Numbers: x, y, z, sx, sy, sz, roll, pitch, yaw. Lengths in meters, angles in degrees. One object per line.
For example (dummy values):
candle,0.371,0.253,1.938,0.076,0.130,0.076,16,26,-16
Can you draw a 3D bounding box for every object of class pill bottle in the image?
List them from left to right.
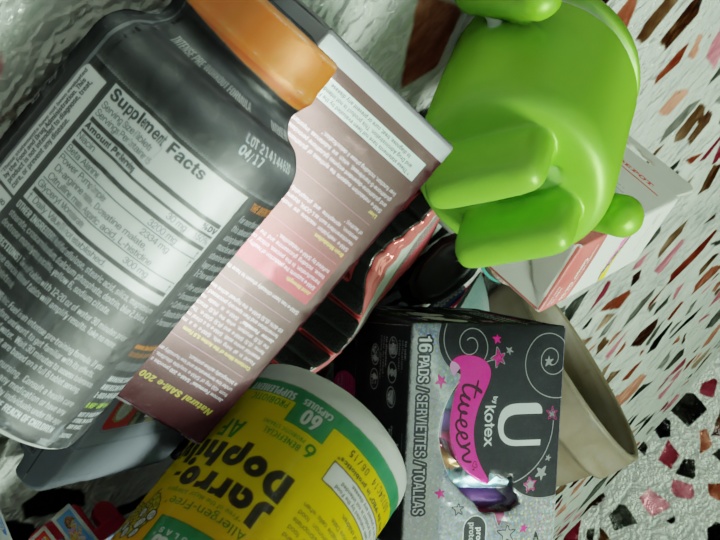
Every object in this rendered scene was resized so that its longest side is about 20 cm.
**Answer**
pill bottle,-0.098,-0.033,0.586,0.200,0.106,0.106,-49,160,5
pill bottle,-0.070,0.154,0.720,0.200,0.112,0.113,-51,165,-32

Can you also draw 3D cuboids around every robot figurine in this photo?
robot figurine,0.100,-0.090,0.823,0.115,0.176,0.201,-12,-147,30

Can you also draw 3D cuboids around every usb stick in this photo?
usb stick,0.053,0.002,0.990,0.055,0.033,0.200,-44,179,-2

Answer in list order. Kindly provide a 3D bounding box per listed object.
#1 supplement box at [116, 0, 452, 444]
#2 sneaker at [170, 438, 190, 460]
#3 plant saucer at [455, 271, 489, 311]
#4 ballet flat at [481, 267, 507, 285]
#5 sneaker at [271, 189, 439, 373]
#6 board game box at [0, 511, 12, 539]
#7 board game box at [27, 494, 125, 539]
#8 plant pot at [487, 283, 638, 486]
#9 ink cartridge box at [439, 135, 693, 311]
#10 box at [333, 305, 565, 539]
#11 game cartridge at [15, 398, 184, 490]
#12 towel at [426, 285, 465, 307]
supplement box,-0.061,-0.023,0.692,0.200,0.061,0.109,-49,132,4
sneaker,-0.073,0.118,0.905,0.076,0.077,0.200,-50,-174,2
plant saucer,0.054,0.096,1.086,0.202,0.038,0.201,-57,177,-4
ballet flat,0.147,-0.027,1.155,0.067,0.069,0.200,-16,178,19
sneaker,0.000,0.000,0.902,0.201,0.074,0.087,-49,162,5
board game box,-0.202,0.164,0.673,0.040,0.154,0.200,-28,158,-2
board game box,-0.188,0.182,0.893,0.200,0.039,0.158,-41,170,21
plant pot,0.129,0.130,1.287,0.173,0.201,0.200,-34,163,13
ink cartridge box,0.156,-0.053,1.059,0.199,0.116,0.068,-21,148,-50
box,0.054,0.128,0.924,0.113,0.132,0.203,1,93,-23
game cartridge,-0.105,0.041,0.818,0.201,0.041,0.133,-54,163,18
towel,0.013,0.089,1.111,0.145,0.024,0.200,-41,172,-19
